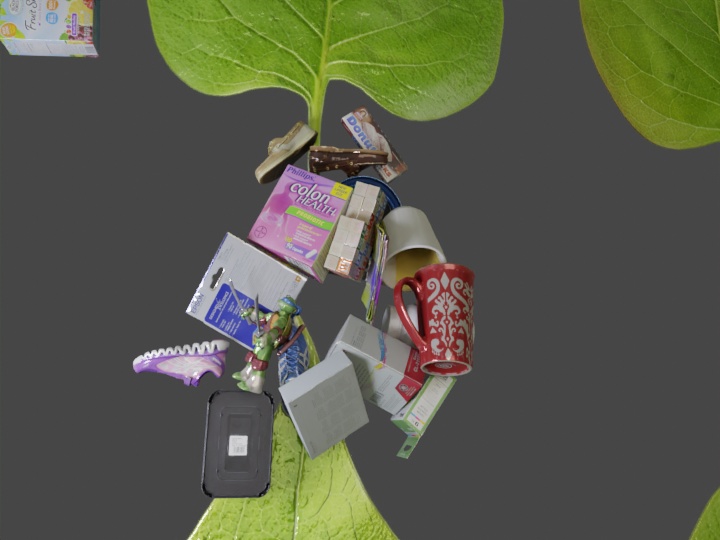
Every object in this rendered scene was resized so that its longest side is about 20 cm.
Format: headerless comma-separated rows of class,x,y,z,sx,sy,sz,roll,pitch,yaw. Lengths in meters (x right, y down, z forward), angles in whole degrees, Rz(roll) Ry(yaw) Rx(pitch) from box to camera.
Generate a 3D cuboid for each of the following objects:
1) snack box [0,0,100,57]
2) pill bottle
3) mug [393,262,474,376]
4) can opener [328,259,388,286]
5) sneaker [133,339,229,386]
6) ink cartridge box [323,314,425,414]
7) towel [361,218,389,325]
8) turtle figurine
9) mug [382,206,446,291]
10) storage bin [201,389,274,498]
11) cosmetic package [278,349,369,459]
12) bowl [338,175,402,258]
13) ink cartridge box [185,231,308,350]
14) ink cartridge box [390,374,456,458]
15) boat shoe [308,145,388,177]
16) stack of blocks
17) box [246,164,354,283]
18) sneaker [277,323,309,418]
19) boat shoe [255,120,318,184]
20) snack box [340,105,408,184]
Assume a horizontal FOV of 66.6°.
snack box,-0.718,-0.592,1.276,0.195,0.068,0.173,-4,77,-11
pill bottle,0.150,0.138,1.250,0.195,0.111,0.114,11,74,-9
mug,0.155,0.106,1.140,0.173,0.134,0.205,0,64,4
can opener,0.000,0.000,1.286,0.195,0.067,0.054,11,78,-1
sneaker,-0.370,0.200,1.145,0.195,0.080,0.091,-7,85,-14
ink cartridge box,0.027,0.204,1.180,0.197,0.147,0.084,29,46,-3
towel,0.030,-0.003,1.175,0.022,0.144,0.205,8,109,-7
turtle figurine,-0.220,0.131,1.102,0.142,0.199,0.198,19,88,32
mug,0.106,-0.048,1.243,0.145,0.189,0.156,-4,50,-5
storage bin,-0.248,0.351,1.121,0.132,0.094,0.205,4,74,-11
cosmetic package,-0.070,0.280,1.131,0.149,0.203,0.052,-30,42,-20
bowl,0.007,-0.127,1.326,0.195,0.039,0.206,3,76,-12
ink cartridge box,-0.244,0.052,1.189,0.197,0.047,0.200,30,95,-3
ink cartridge box,0.124,0.306,1.205,0.059,0.104,0.201,36,72,0
boat shoe,-0.030,-0.261,1.334,0.194,0.070,0.072,2,91,3
stack of blocks,-0.007,-0.086,1.203,0.057,0.115,0.205,17,85,16
box,-0.124,-0.106,1.228,0.173,0.097,0.203,22,73,19
sneaker,-0.141,0.213,1.187,0.074,0.077,0.205,-5,75,-11
boat shoe,-0.187,-0.284,1.312,0.066,0.074,0.200,41,61,4
snack box,0.035,-0.318,1.388,0.071,0.024,0.202,-34,85,-16
